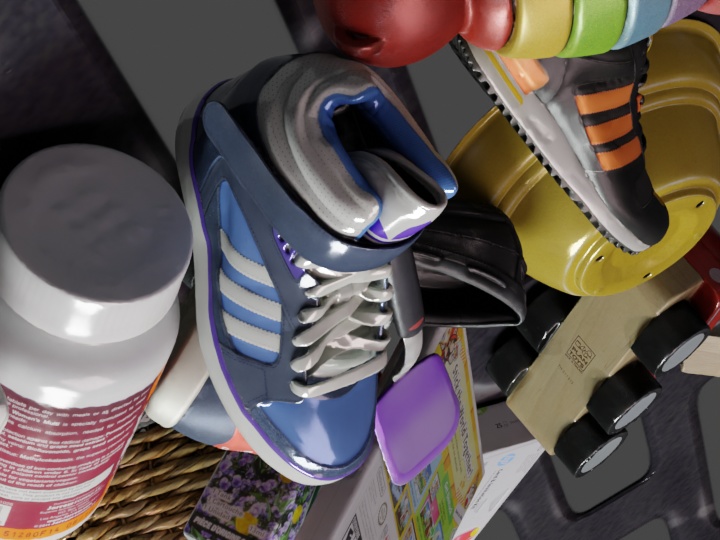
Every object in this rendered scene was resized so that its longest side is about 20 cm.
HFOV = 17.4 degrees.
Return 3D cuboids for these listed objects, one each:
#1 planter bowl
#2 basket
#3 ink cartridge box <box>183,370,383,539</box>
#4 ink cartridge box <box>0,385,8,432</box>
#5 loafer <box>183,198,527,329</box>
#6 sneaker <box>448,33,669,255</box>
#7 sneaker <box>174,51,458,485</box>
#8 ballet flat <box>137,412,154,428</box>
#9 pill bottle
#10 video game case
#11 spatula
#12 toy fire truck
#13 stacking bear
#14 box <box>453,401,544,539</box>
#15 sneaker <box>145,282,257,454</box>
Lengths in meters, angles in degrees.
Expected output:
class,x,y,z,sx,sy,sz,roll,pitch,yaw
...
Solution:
class,x,y,z,sx,sy,sz,roll,pitch,yaw
planter bowl,0.143,-0.045,1.333,0.200,0.084,0.201,-25,154,-13
basket,-0.113,0.135,1.400,0.199,0.150,0.143,-18,-175,-28
ink cartridge box,-0.019,0.085,1.308,0.201,0.050,0.109,-61,159,-15
ink cartridge box,-0.276,0.087,1.039,0.199,0.085,0.146,-11,148,-38
loafer,0.000,0.000,1.240,0.200,0.071,0.068,1,144,-27
sneaker,0.123,-0.088,1.190,0.090,0.070,0.200,-39,130,7
sneaker,-0.009,0.002,1.046,0.080,0.201,0.146,-19,-171,-33
ballet flat,-0.124,0.078,1.269,0.199,0.066,0.057,-26,114,-15
pill bottle,-0.149,0.037,1.122,0.109,0.110,0.200,-14,151,-32
video game case,0.021,0.134,1.350,0.182,0.023,0.200,-61,157,-30
spatula,0.024,0.036,1.213,0.056,0.021,0.200,-40,148,-23
toy fire truck,0.211,0.037,1.538,0.200,0.129,0.176,-26,157,-40
stacking bear,0.073,-0.146,1.050,0.199,0.122,0.114,-15,144,-12
box,0.020,0.163,1.628,0.199,0.041,0.156,-12,149,-35
sneaker,-0.027,0.003,1.168,0.084,0.075,0.201,29,102,-16
